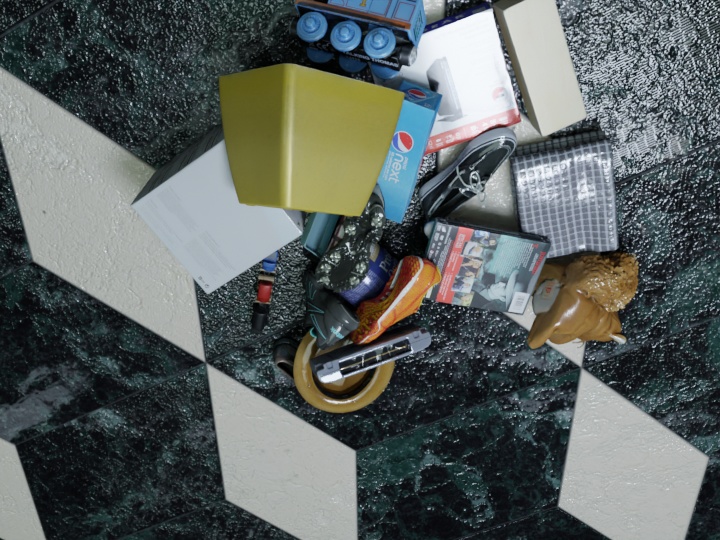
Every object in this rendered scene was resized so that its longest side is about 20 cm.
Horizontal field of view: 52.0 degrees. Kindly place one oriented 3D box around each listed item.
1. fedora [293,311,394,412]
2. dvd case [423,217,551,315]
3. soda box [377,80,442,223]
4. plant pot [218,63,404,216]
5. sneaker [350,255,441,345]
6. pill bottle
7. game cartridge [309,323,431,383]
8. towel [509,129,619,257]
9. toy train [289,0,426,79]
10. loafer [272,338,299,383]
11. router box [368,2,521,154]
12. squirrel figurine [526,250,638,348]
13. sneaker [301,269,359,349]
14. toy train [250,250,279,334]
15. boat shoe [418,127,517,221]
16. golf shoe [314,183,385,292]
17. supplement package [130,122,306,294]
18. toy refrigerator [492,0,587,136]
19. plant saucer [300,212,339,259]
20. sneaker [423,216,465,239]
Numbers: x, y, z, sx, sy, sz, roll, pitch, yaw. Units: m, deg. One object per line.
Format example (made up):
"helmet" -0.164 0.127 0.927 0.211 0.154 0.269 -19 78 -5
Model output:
"fedora" -0.033 0.161 1.370 0.197 0.082 0.204 -3 108 -9
"dvd case" 0.198 -0.003 1.216 0.197 0.022 0.148 10 120 -8
"soda box" 0.063 -0.178 1.131 0.067 0.064 0.202 20 129 6
"plant pot" -0.079 -0.173 1.044 0.198 0.199 0.180 3 95 -38
"sneaker" 0.056 0.061 1.201 0.076 0.074 0.200 22 127 -34
"pill bottle" 0.000 0.000 1.270 0.199 0.112 0.112 41 114 -20
"game cartridge" 0.013 0.139 1.254 0.197 0.133 0.041 -18 96 -9
"towel" 0.334 -0.113 1.206 0.163 0.086 0.202 -11 119 10
"toy train" -0.003 -0.352 1.062 0.197 0.087 0.116 18 79 16
"loafer" -0.096 0.215 1.425 0.072 0.063 0.200 -39 111 22
"router box" 0.127 -0.285 1.136 0.197 0.049 0.181 -17 118 12
"squirrel figurine" 0.397 0.058 1.264 0.185 0.143 0.200 24 130 -27
"sneaker" -0.072 0.063 1.259 0.075 0.200 0.079 40 94 -29
"toy train" -0.173 0.031 1.333 0.034 0.046 0.203 11 120 -4
"boat shoe" 0.173 -0.145 1.180 0.198 0.069 0.073 -34 139 29
"golf shoe" -0.009 -0.047 1.157 0.076 0.089 0.201 23 130 -10
"supplement package" -0.218 -0.113 1.193 0.198 0.148 0.192 -30 114 18
"toy refrigerator" 0.269 -0.314 1.104 0.075 0.070 0.202 -23 117 7
"plant saucer" -0.045 -0.122 1.177 0.019 0.070 0.203 16 81 26
"sneaker" 0.174 -0.020 1.245 0.071 0.073 0.200 -18 137 35
